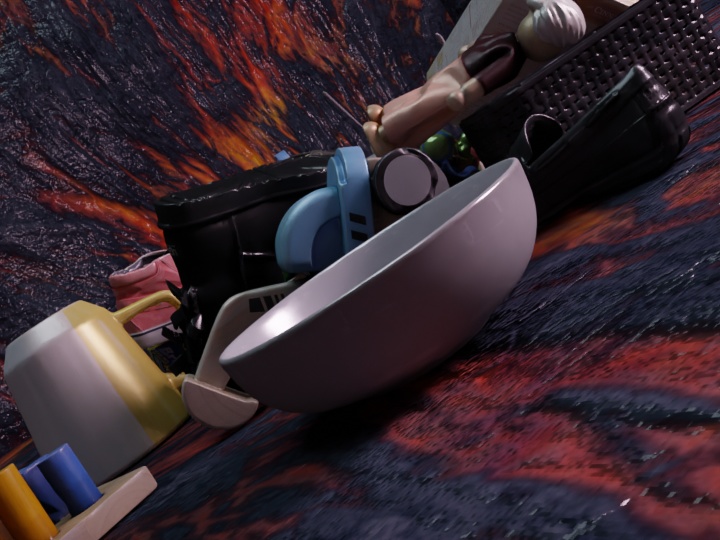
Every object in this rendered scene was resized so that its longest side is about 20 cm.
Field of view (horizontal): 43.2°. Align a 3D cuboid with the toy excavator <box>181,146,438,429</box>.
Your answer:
[{"bbox_3d":[-0.041,0.010,0.686,0.196,0.199,0.100,-5,3,-7],"label":"toy excavator"}]

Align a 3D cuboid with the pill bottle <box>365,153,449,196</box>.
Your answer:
[{"bbox_3d":[0.027,-0.068,0.986,0.111,0.113,0.200,-34,5,-14],"label":"pill bottle"}]

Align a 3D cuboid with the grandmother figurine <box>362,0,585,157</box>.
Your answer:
[{"bbox_3d":[0.097,-0.165,0.768,0.198,0.061,0.122,-28,34,24],"label":"grandmother figurine"}]

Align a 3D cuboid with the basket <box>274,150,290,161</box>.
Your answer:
[{"bbox_3d":[-0.061,-0.080,1.325,0.138,0.178,0.200,-34,24,-8],"label":"basket"}]

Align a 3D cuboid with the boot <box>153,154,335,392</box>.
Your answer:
[{"bbox_3d":[-0.075,0.001,0.755,0.196,0.165,0.073,-20,21,-29],"label":"boot"}]

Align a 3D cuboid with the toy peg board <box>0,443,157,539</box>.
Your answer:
[{"bbox_3d":[-0.281,0.189,0.633,0.199,0.099,0.199,-28,8,40],"label":"toy peg board"}]

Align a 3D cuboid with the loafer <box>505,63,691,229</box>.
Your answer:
[{"bbox_3d":[0.133,-0.075,0.637,0.199,0.071,0.068,-28,7,46],"label":"loafer"}]

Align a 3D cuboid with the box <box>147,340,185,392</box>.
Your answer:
[{"bbox_3d":[-0.181,0.078,1.158,0.064,0.071,0.200,-25,9,26],"label":"box"}]

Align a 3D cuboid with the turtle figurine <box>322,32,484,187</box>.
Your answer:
[{"bbox_3d":[0.089,-0.168,1.094,0.144,0.200,0.194,-47,-18,0],"label":"turtle figurine"}]

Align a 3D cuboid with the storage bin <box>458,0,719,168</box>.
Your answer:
[{"bbox_3d":[0.197,-0.148,0.781,0.198,0.095,0.135,-33,6,-7],"label":"storage bin"}]

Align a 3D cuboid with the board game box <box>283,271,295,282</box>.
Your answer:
[{"bbox_3d":[-0.087,0.013,1.025,0.200,0.029,0.137,-62,-7,-78],"label":"board game box"}]

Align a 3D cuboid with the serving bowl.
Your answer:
[{"bbox_3d":[0.020,0.019,0.508,0.198,0.066,0.200,-33,5,3],"label":"serving bowl"}]

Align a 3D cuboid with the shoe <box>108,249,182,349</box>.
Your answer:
[{"bbox_3d":[-0.193,0.012,1.064,0.198,0.093,0.071,-24,16,-28],"label":"shoe"}]

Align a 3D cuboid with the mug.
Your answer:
[{"bbox_3d":[-0.256,0.108,0.897,0.149,0.155,0.186,-29,6,42],"label":"mug"}]

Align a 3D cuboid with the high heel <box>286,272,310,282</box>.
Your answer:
[{"bbox_3d":[-0.075,0.064,0.842,0.072,0.140,0.203,-98,30,-68],"label":"high heel"}]

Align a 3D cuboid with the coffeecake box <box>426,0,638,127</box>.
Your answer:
[{"bbox_3d":[0.178,-0.225,0.921,0.201,0.151,0.074,125,154,-46],"label":"coffeecake box"}]

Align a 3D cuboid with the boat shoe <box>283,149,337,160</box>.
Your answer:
[{"bbox_3d":[-0.037,-0.084,0.893,0.073,0.065,0.200,-61,22,-6],"label":"boat shoe"}]

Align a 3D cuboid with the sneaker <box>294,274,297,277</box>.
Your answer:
[{"bbox_3d":[0.000,0.000,0.887,0.199,0.073,0.083,-17,46,57],"label":"sneaker"}]
